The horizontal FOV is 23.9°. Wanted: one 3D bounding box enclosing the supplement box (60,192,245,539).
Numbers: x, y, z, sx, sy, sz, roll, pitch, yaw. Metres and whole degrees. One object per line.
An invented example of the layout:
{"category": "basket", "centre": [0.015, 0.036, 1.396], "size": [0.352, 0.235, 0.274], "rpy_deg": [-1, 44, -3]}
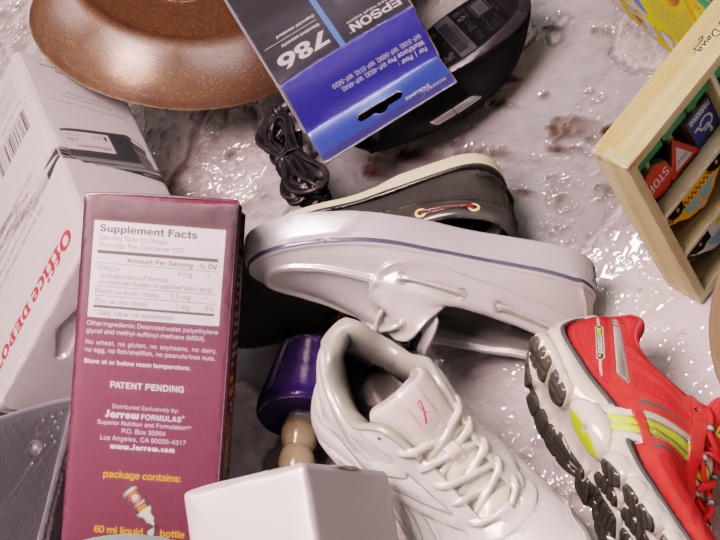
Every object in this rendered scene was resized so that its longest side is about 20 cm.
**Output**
{"category": "supplement box", "centre": [-0.112, 0.061, 0.937], "size": [0.085, 0.110, 0.203], "rpy_deg": [4, 89, -2]}

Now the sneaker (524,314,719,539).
{"category": "sneaker", "centre": [0.154, 0.096, 0.842], "size": [0.084, 0.077, 0.201], "rpy_deg": [-17, 55, -13]}

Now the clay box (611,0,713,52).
{"category": "clay box", "centre": [0.182, -0.174, 0.990], "size": [0.047, 0.115, 0.200], "rpy_deg": [-38, 46, 0]}

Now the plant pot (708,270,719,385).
{"category": "plant pot", "centre": [0.258, 0.003, 0.828], "size": [0.199, 0.093, 0.203], "rpy_deg": [-16, 51, 21]}

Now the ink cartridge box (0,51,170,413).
{"category": "ink cartridge box", "centre": [-0.194, -0.021, 1.104], "size": [0.145, 0.084, 0.201], "rpy_deg": [-58, 40, 26]}

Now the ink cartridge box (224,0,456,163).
{"category": "ink cartridge box", "centre": [-0.024, -0.162, 1.080], "size": [0.099, 0.039, 0.201], "rpy_deg": [-31, 49, -1]}

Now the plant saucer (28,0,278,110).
{"category": "plant saucer", "centre": [-0.127, -0.183, 1.171], "size": [0.198, 0.037, 0.201], "rpy_deg": [7, 39, -6]}

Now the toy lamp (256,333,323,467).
{"category": "toy lamp", "centre": [-0.037, 0.130, 0.951], "size": [0.058, 0.058, 0.202], "rpy_deg": [-12, 55, 25]}

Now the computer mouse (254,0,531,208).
{"category": "computer mouse", "centre": [0.023, -0.113, 1.104], "size": [0.199, 0.046, 0.140], "rpy_deg": [-39, 29, -2]}

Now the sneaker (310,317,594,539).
{"category": "sneaker", "centre": [0.040, 0.099, 0.874], "size": [0.199, 0.100, 0.078], "rpy_deg": [37, 71, 28]}

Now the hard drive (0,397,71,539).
{"category": "hard drive", "centre": [-0.237, 0.160, 1.036], "size": [0.199, 0.042, 0.136], "rpy_deg": [-22, 47, 39]}

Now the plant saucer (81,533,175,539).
{"category": "plant saucer", "centre": [-0.119, 0.235, 0.854], "size": [0.198, 0.039, 0.204], "rpy_deg": [0, 85, 1]}

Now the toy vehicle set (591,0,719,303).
{"category": "toy vehicle set", "centre": [0.213, -0.096, 0.906], "size": [0.200, 0.124, 0.026], "rpy_deg": [-50, 46, -9]}

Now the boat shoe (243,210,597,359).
{"category": "boat shoe", "centre": [0.032, 0.014, 0.934], "size": [0.197, 0.074, 0.066], "rpy_deg": [5, 65, 1]}

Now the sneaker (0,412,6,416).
{"category": "sneaker", "centre": [-0.297, 0.044, 1.168], "size": [0.089, 0.067, 0.201], "rpy_deg": [-36, 49, -3]}

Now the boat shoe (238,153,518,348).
{"category": "boat shoe", "centre": [-0.001, -0.002, 1.009], "size": [0.200, 0.074, 0.063], "rpy_deg": [-23, 40, 11]}

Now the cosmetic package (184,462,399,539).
{"category": "cosmetic package", "centre": [-0.019, 0.198, 0.807], "size": [0.073, 0.101, 0.202], "rpy_deg": [-17, 74, 21]}
